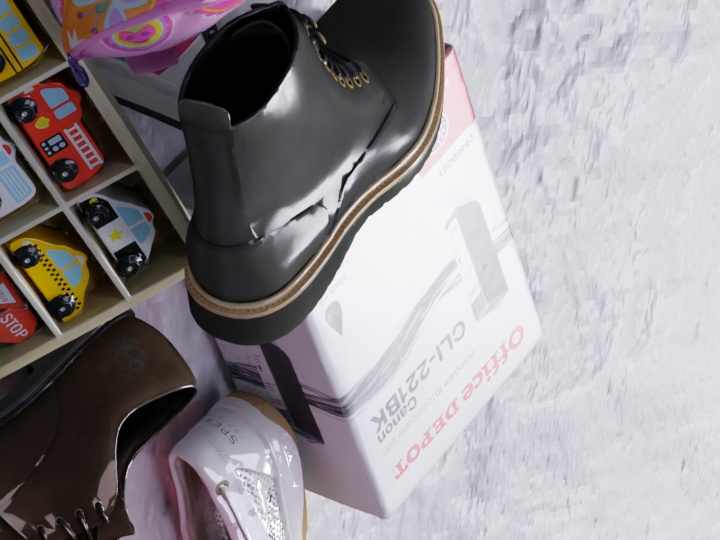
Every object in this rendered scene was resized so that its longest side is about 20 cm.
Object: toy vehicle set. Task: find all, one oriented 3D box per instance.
[{"bbox_3d":[-0.157,-0.043,1.010,0.124,0.027,0.200,-29,135,2],"label":"toy vehicle set"}]

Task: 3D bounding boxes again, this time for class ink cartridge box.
[{"bbox_3d":[0.000,0.000,1.225,0.144,0.083,0.201,-47,137,-28],"label":"ink cartridge box"}]

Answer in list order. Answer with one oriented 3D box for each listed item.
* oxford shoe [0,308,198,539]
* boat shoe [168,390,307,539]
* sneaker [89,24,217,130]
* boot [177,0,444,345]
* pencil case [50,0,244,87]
[{"bbox_3d":[-0.145,0.101,1.081,0.200,0.084,0.073,-50,166,-19],"label":"oxford shoe"},{"bbox_3d":[-0.061,0.161,1.238,0.069,0.070,0.201,-30,119,-38],"label":"boat shoe"},{"bbox_3d":[-0.084,-0.133,1.071,0.199,0.083,0.121,21,98,-51],"label":"sneaker"},{"bbox_3d":[-0.016,-0.085,1.034,0.139,0.077,0.201,85,22,-51],"label":"boot"},{"bbox_3d":[-0.106,-0.177,0.955,0.087,0.087,0.201,-20,89,-45],"label":"pencil case"}]
